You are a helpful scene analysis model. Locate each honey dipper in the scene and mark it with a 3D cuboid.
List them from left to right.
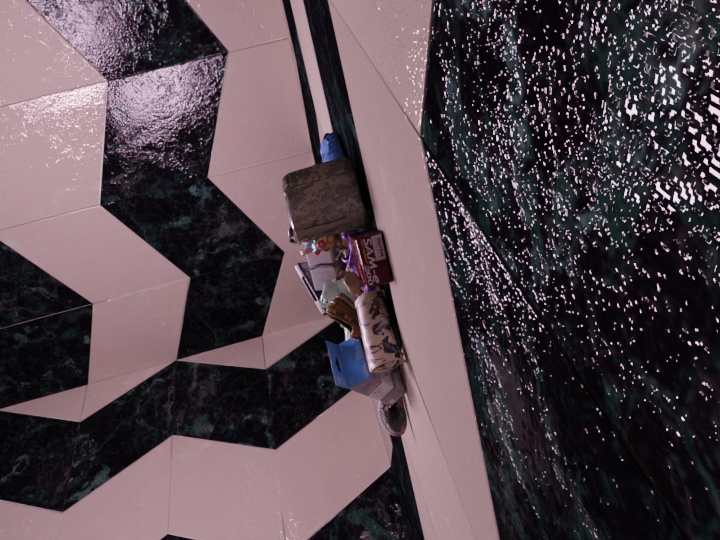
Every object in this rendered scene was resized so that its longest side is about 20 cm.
[{"bbox_3d":[-0.005,0.056,1.444,0.201,0.037,0.039,66,-173,-68],"label":"honey dipper"}]

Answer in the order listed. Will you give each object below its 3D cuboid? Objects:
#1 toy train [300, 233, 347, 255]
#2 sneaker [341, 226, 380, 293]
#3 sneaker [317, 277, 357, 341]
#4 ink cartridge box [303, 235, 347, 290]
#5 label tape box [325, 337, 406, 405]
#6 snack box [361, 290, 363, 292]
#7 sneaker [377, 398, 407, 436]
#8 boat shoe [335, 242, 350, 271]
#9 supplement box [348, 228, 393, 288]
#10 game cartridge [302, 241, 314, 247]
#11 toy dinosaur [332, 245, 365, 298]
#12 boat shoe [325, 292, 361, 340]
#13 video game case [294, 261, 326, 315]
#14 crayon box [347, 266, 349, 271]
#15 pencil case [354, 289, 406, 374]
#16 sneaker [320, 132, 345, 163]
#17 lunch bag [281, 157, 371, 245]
[{"bbox_3d":[-0.067,-0.102,1.537,0.057,0.197,0.150,68,-161,9],"label":"toy train"},{"bbox_3d":[-0.001,-0.016,1.473,0.081,0.081,0.204,-115,10,-70],"label":"sneaker"},{"bbox_3d":[-0.061,0.123,1.668,0.074,0.115,0.206,2,-93,-77],"label":"sneaker"},{"bbox_3d":[-0.106,-0.064,1.758,0.146,0.082,0.204,-76,-22,-55],"label":"ink cartridge box"},{"bbox_3d":[0.015,0.246,1.504,0.198,0.063,0.146,28,-151,-36],"label":"label tape box"},{"bbox_3d":[0.007,0.102,1.821,0.025,0.070,0.203,-111,8,-51],"label":"snack box"},{"bbox_3d":[0.081,0.358,1.628,0.075,0.079,0.205,122,135,-81],"label":"sneaker"},{"bbox_3d":[-0.033,-0.051,1.698,0.074,0.084,0.207,171,84,-74],"label":"boat shoe"},{"bbox_3d":[0.019,-0.031,1.317,0.200,0.059,0.112,-142,37,-82],"label":"supplement box"},{"bbox_3d":[-0.095,-0.170,1.594,0.041,0.200,0.134,35,158,17],"label":"game cartridge"},{"bbox_3d":[0.000,0.000,1.604,0.135,0.085,0.203,36,-139,-35],"label":"toy dinosaur"},{"bbox_3d":[-0.003,0.148,1.500,0.199,0.068,0.072,39,156,7],"label":"boat shoe"},{"bbox_3d":[-0.095,0.049,1.847,0.198,0.025,0.183,-5,-122,-54],"label":"video game case"},{"bbox_3d":[-0.016,-0.029,1.843,0.127,0.050,0.203,-109,7,-47],"label":"crayon box"},{"bbox_3d":[0.044,0.141,1.389,0.078,0.087,0.204,100,159,-58],"label":"pencil case"},{"bbox_3d":[-0.081,-0.335,1.628,0.201,0.064,0.080,-113,13,-65],"label":"sneaker"},{"bbox_3d":[-0.085,-0.152,1.386,0.169,0.195,0.141,-108,5,-48],"label":"lunch bag"}]
